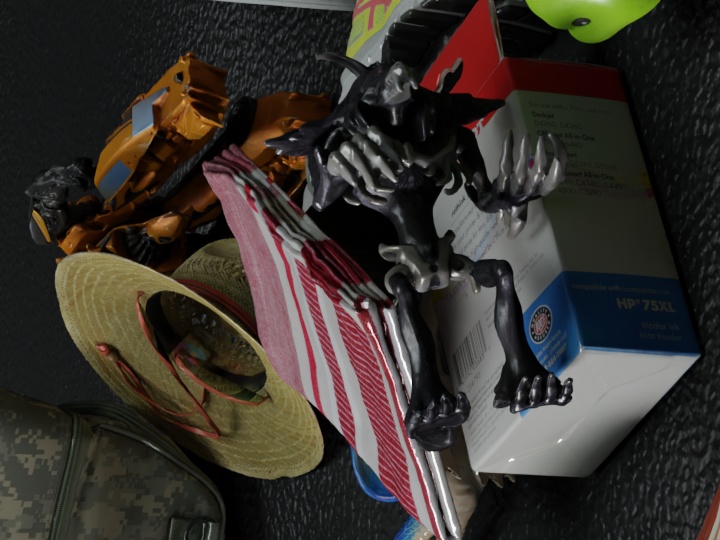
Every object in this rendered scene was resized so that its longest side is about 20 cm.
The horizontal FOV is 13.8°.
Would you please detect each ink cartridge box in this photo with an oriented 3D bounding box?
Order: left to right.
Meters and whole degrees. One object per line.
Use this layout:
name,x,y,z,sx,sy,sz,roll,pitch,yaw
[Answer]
ink cartridge box,0.083,-0.018,1.396,0.116,0.067,0.201,-53,41,49

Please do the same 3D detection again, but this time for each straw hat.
straw hat,-0.079,0.027,1.711,0.085,0.201,0.201,-52,12,-26

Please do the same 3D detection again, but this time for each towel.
towel,-0.015,0.036,1.443,0.200,0.023,0.145,44,156,56

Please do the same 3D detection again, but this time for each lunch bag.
lunch bag,-0.182,0.148,1.814,0.200,0.167,0.140,172,112,-70

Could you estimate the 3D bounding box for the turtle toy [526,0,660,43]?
turtle toy,0.116,-0.194,1.289,0.101,0.145,0.201,47,134,29

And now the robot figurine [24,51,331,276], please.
robot figurine,-0.109,-0.047,1.735,0.200,0.144,0.058,-45,41,43

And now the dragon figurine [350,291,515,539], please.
dragon figurine,0.031,0.085,1.507,0.099,0.059,0.201,130,137,-53

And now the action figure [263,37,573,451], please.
action figure,0.033,-0.030,1.304,0.102,0.118,0.201,123,133,-59

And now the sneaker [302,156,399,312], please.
sneaker,0.000,0.000,1.546,0.200,0.074,0.089,-91,10,-73

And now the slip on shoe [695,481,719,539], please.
slip on shoe,0.165,0.120,1.221,0.061,0.074,0.201,-62,-12,-54

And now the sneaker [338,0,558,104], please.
sneaker,0.040,-0.144,1.499,0.200,0.078,0.091,-34,50,58

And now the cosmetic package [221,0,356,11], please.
cosmetic package,-0.094,-0.257,1.693,0.167,0.165,0.201,-163,76,-64
